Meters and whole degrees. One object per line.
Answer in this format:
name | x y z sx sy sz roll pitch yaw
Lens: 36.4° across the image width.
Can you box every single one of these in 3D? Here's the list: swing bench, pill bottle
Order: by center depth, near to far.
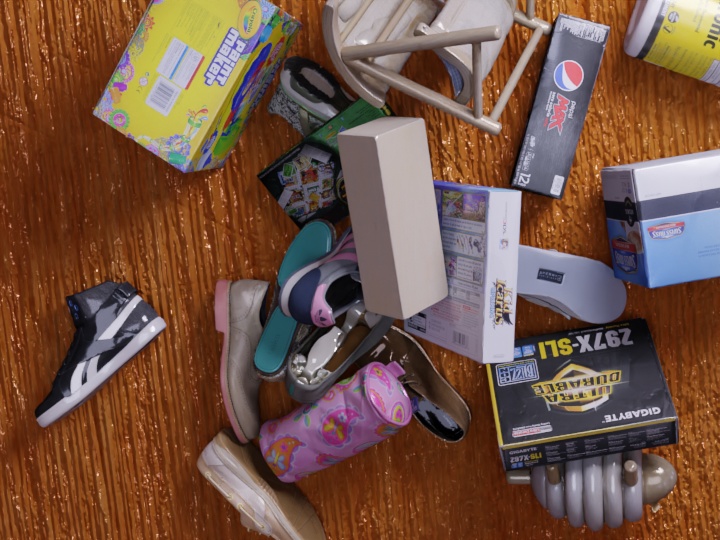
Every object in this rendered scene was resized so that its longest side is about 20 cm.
swing bench | 0.087 -0.271 1.180 0.197 0.200 0.131 14 139 20
pill bottle | 0.404 -0.264 1.217 0.197 0.111 0.113 19 99 2

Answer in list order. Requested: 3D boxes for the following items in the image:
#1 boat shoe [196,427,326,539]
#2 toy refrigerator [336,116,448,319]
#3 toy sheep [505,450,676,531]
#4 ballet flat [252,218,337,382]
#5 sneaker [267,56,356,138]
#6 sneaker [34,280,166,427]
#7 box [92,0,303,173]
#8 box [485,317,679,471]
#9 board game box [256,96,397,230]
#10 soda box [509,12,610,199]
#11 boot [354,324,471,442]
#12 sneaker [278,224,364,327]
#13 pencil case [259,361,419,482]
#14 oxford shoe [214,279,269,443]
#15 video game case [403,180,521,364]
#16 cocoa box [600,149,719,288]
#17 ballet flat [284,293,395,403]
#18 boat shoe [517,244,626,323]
boat shoe | -0.124 0.288 1.362 0.069 0.074 0.200 -40 91 21
toy refrigerator | 0.034 -0.058 1.183 0.069 0.075 0.203 11 118 46
toy sheep | 0.269 0.239 1.286 0.197 0.138 0.140 2 98 18
ballet flat | -0.073 0.038 1.315 0.067 0.075 0.203 18 85 21
sneaker | -0.031 -0.161 1.305 0.200 0.077 0.089 44 130 -3
sneaker | -0.346 0.092 1.357 0.199 0.073 0.112 -41 89 0
box | -0.176 -0.230 1.233 0.121 0.193 0.202 31 100 1
box | 0.249 0.140 1.261 0.197 0.161 0.050 -10 129 7
board game box | -0.023 -0.119 1.265 0.199 0.023 0.105 -30 102 38
soda box | 0.228 -0.187 1.263 0.062 0.071 0.203 16 98 4
boot | 0.056 0.130 1.319 0.200 0.075 0.074 41 101 0
sneaker | 0.000 0.000 1.261 0.200 0.081 0.071 -43 133 -28
pencil case | -0.029 0.180 1.298 0.199 0.087 0.088 -33 93 31
oxford shoe | -0.133 0.110 1.335 0.074 0.070 0.203 -5 97 3
video game case | 0.111 -0.005 1.236 0.045 0.200 0.184 -3 99 -23
cocoa box | 0.386 -0.064 1.220 0.197 0.133 0.133 -10 96 -3
ballet flat | -0.014 0.070 1.277 0.067 0.064 0.200 35 67 15
boat shoe | 0.217 0.011 1.291 0.199 0.086 0.076 13 94 -26
